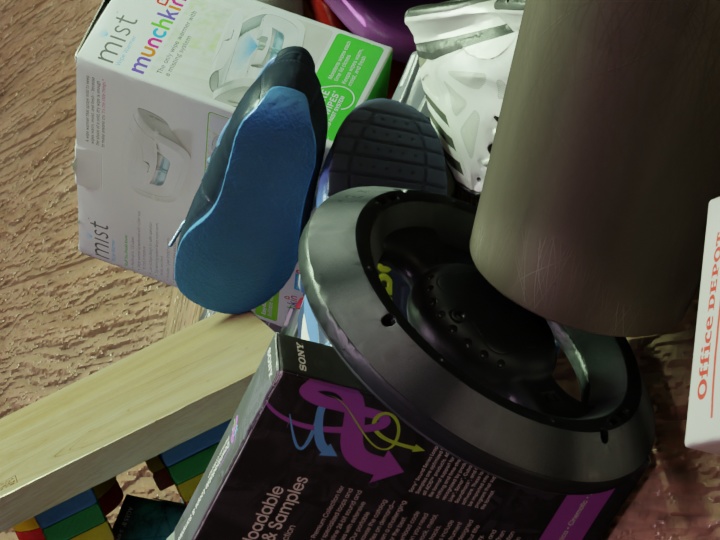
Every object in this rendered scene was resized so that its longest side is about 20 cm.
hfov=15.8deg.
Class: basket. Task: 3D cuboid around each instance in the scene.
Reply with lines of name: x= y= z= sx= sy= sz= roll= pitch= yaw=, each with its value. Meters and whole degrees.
basket: x=0.131 y=-0.081 z=1.221 sx=0.180 sy=0.136 sz=0.200 roll=-29 pitch=-39 yaw=-55

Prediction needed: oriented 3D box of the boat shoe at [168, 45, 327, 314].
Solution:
boat shoe: x=-0.053 y=-0.049 z=1.506 sx=0.200 sy=0.084 sz=0.069 roll=124 pitch=163 yaw=-49

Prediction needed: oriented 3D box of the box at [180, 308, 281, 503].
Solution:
box: x=-0.072 y=0.063 z=1.798 sx=0.159 sy=0.048 sz=0.200 roll=-102 pitch=33 yaw=-50

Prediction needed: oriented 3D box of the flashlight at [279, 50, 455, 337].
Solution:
flashlight: x=0.015 y=-0.031 z=1.539 sx=0.200 sy=0.068 sz=0.068 roll=-69 pitch=-18 yaw=-4

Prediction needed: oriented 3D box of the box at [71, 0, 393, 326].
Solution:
box: x=-0.084 y=-0.071 z=1.626 sx=0.200 sy=0.176 sz=0.097 roll=96 pitch=-163 yaw=-53

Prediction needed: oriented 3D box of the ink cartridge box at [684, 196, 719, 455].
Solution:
ink cartridge box: x=0.197 y=0.019 z=1.078 sx=0.200 sy=0.067 sz=0.117 roll=153 pitch=129 yaw=-64

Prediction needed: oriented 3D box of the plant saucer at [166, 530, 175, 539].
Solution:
plant saucer: x=-0.064 y=0.178 z=1.398 sx=0.050 sy=0.200 sz=0.200 roll=40 pitch=117 yaw=40

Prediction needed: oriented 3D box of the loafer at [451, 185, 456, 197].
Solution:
loafer: x=0.011 y=0.002 z=1.593 sx=0.072 sy=0.063 sz=0.201 roll=170 pitch=113 yaw=-68

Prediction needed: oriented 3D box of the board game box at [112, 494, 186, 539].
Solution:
board game box: x=-0.109 y=0.232 z=1.498 sx=0.028 sy=0.135 sz=0.200 roll=65 pitch=-141 yaw=-53

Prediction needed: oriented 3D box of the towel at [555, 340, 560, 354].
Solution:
towel: x=0.051 y=0.064 z=1.418 sx=0.200 sy=0.024 sz=0.145 roll=-124 pitch=49 yaw=-65

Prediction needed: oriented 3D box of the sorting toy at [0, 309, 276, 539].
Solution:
sorting toy: x=-0.129 y=0.105 z=1.499 sx=0.070 sy=0.200 sz=0.199 roll=65 pitch=173 yaw=-12

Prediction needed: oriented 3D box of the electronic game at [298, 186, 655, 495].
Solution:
electronic game: x=0.058 y=0.031 z=1.250 sx=0.042 sy=0.200 sz=0.200 roll=-54 pitch=28 yaw=29

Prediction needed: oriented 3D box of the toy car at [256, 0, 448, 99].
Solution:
toy car: x=0.009 y=-0.182 z=1.628 sx=0.150 sy=0.175 sz=0.200 roll=58 pitch=142 yaw=15

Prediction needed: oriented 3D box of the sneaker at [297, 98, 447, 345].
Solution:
sneaker: x=0.000 y=0.000 z=1.462 sx=0.082 sy=0.074 sz=0.201 roll=141 pitch=139 yaw=-65

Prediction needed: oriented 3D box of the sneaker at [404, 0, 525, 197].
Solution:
sneaker: x=0.104 y=-0.099 z=1.441 sx=0.200 sy=0.076 sz=0.116 roll=2 pitch=104 yaw=58

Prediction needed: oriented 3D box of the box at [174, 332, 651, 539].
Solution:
box: x=0.023 y=0.113 z=1.285 sx=0.036 sy=0.200 sz=0.143 roll=-101 pitch=32 yaw=-50
